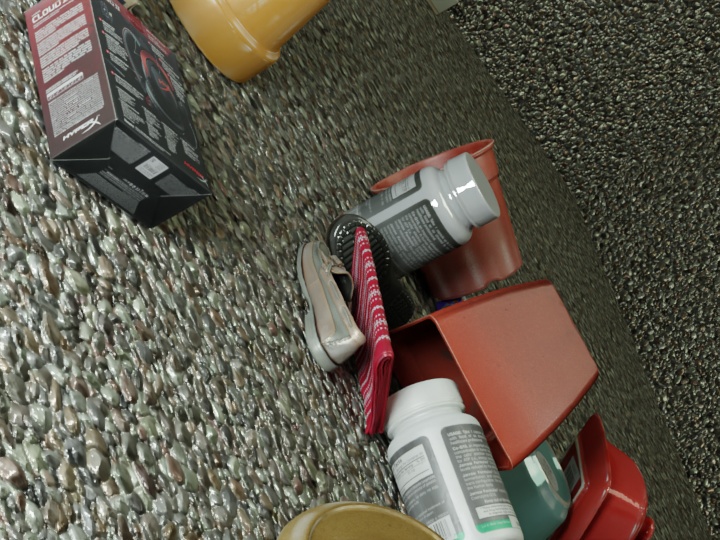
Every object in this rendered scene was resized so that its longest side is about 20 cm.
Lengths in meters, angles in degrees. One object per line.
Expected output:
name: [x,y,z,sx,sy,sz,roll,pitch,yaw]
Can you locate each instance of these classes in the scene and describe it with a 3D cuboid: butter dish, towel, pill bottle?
butter dish: [0.337,0.337,1.875,0.148,0.200,0.200,24,24,-6]
towel: [0.007,0.069,1.532,0.145,0.022,0.200,97,-14,-45]
pill bottle: [0.097,0.230,1.511,0.113,0.113,0.200,33,33,-60]
pill bottle: [0.075,-0.065,1.775,0.114,0.200,0.114,54,18,-26]

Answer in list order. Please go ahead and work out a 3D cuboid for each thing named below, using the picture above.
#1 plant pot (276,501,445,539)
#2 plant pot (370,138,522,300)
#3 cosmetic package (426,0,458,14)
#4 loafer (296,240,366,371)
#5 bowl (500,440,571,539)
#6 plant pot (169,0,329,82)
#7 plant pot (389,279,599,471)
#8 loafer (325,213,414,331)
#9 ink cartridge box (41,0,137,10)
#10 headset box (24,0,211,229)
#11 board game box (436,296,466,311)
plant pot: [0.022,0.265,1.168,0.200,0.028,0.200,18,28,-10]
plant pot: [0.143,-0.071,2.053,0.201,0.200,0.196,-53,122,-73]
cosmetic package: [0.172,-0.774,3.503,0.200,0.073,0.104,50,20,-35]
loafer: [-0.028,0.032,1.542,0.072,0.063,0.200,51,19,-36]
bowl: [0.206,0.278,1.788,0.201,0.105,0.201,54,17,-24]
plant pot: [-0.123,-0.366,1.690,0.200,0.183,0.200,54,17,-26]
plant pot: [0.168,0.116,1.652,0.200,0.176,0.200,62,-21,0]
loafer: [0.000,0.000,1.691,0.071,0.073,0.200,39,-17,45]
ink cartridge box: [-0.301,-0.351,1.311,0.165,0.075,0.200,42,24,-48]
headset box: [-0.222,-0.160,1.233,0.149,0.075,0.200,39,27,-54]
board game box: [0.186,0.147,2.053,0.200,0.045,0.135,55,17,-25]
